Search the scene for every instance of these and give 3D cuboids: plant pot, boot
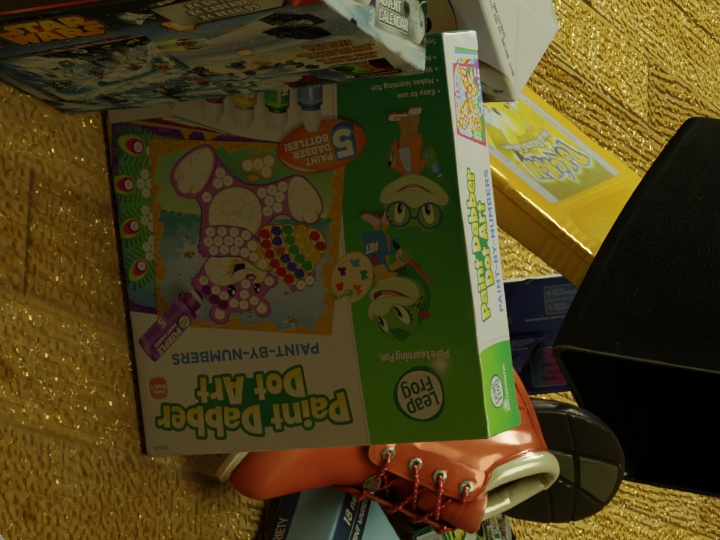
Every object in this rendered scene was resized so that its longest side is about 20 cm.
[{"bbox_3d":[0.245,0.023,1.484,0.200,0.198,0.179,59,43,-58],"label":"plant pot"},{"bbox_3d":[0.018,0.101,1.358,0.199,0.075,0.108,-15,66,-31],"label":"boot"}]

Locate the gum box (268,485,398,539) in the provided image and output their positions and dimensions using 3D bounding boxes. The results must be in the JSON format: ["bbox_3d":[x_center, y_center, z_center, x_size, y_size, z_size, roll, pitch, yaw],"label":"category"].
[{"bbox_3d":[-0.005,0.237,1.416,0.201,0.044,0.171,61,35,-39],"label":"gum box"}]

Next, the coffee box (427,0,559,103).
[{"bbox_3d":[-0.011,-0.148,1.308,0.080,0.198,0.114,-57,136,-46],"label":"coffee box"}]

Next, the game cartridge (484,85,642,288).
[{"bbox_3d":[0.106,-0.068,1.575,0.033,0.200,0.176,-58,165,23],"label":"game cartridge"}]

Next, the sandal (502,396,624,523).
[{"bbox_3d":[0.063,0.097,1.479,0.055,0.198,0.082,-101,-158,-57],"label":"sandal"}]

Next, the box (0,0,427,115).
[{"bbox_3d":[-0.086,-0.117,1.148,0.137,0.198,0.040,27,62,-61],"label":"box"}]

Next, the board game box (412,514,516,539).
[{"bbox_3d":[0.071,0.178,1.538,0.200,0.023,0.106,-47,118,-77],"label":"board game box"}]

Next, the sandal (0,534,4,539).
[{"bbox_3d":[-0.190,0.127,1.075,0.204,0.049,0.083,62,18,-17],"label":"sandal"}]

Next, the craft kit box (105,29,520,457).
[{"bbox_3d":[-0.027,-0.010,1.255,0.048,0.198,0.199,-19,102,-62],"label":"craft kit box"}]

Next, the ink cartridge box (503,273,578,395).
[{"bbox_3d":[0.117,0.040,1.610,0.200,0.135,0.077,-2,86,-63],"label":"ink cartridge box"}]
